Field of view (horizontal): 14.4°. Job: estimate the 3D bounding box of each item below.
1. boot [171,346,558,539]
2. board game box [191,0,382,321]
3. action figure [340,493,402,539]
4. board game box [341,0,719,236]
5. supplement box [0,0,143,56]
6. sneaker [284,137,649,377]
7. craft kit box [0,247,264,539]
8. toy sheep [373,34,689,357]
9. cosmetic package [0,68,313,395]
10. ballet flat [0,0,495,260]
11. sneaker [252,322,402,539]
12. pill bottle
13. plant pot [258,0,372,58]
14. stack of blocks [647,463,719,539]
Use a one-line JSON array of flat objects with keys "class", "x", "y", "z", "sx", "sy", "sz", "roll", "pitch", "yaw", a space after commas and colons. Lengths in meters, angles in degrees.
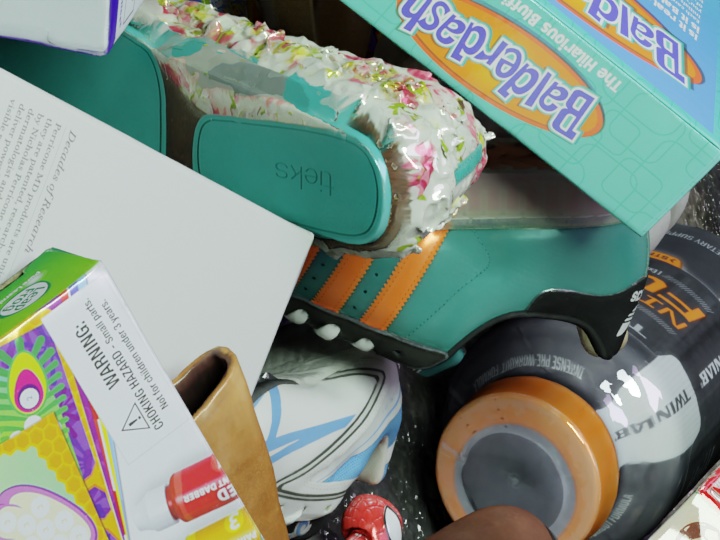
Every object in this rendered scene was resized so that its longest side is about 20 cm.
[{"class": "boot", "x": -0.024, "y": 0.092, "z": 0.892, "sx": 0.188, "sy": 0.068, "sz": 0.201, "roll": -37, "pitch": 135, "yaw": -16}, {"class": "board game box", "x": -0.013, "y": -0.054, "z": 1.115, "sx": 0.200, "sy": 0.045, "sz": 0.135, "roll": -14, "pitch": 87, "yaw": -61}, {"class": "action figure", "x": 0.020, "y": 0.173, "z": 1.005, "sx": 0.098, "sy": 0.065, "sz": 0.201, "roll": 11, "pitch": 56, "yaw": -14}, {"class": "board game box", "x": 0.060, "y": -0.116, "z": 0.970, "sx": 0.152, "sy": 0.045, "sz": 0.200, "roll": 38, "pitch": 29, "yaw": -10}, {"class": "supplement box", "x": -0.100, "y": -0.154, "z": 0.896, "sx": 0.200, "sy": 0.100, "sz": 0.104, "roll": -67, "pitch": 164, "yaw": -62}, {"class": "sneaker", "x": 0.000, "y": 0.000, "z": 0.982, "sx": 0.071, "sy": 0.198, "sz": 0.080, "roll": -68, "pitch": 157, "yaw": -74}, {"class": "craft kit box", "x": -0.104, "y": 0.131, "z": 0.758, "sx": 0.197, "sy": 0.048, "sz": 0.201, "roll": -37, "pitch": 111, "yaw": -18}, {"class": "toy sheep", "x": 0.066, "y": -0.060, "z": 1.077, "sx": 0.138, "sy": 0.137, "sz": 0.201, "roll": 26, "pitch": 50, "yaw": -52}, {"class": "cosmetic package", "x": -0.119, "y": -0.015, "z": 0.830, "sx": 0.200, "sy": 0.107, "sz": 0.085, "roll": 26, "pitch": 84, "yaw": -53}, {"class": "ballet flat", "x": -0.041, "y": -0.053, "z": 0.928, "sx": 0.064, "sy": 0.199, "sz": 0.076, "roll": -25, "pitch": 130, "yaw": -44}, {"class": "sneaker", "x": -0.042, "y": 0.068, "z": 0.979, "sx": 0.200, "sy": 0.071, "sz": 0.073, "roll": -23, "pitch": 103, "yaw": -58}, {"class": "pill bottle", "x": 0.101, "y": 0.055, "z": 1.190, "sx": 0.200, "sy": 0.106, "sz": 0.107, "roll": -34, "pitch": 104, "yaw": -60}, {"class": "plant pot", "x": -0.014, "y": -0.163, "z": 1.025, "sx": 0.200, "sy": 0.027, "sz": 0.202, "roll": 3, "pitch": 90, "yaw": -82}, {"class": "stack of blocks", "x": 0.153, "y": 0.115, "z": 1.165, "sx": 0.059, "sy": 0.200, "sz": 0.115, "roll": 43, "pitch": 72, "yaw": 8}]
